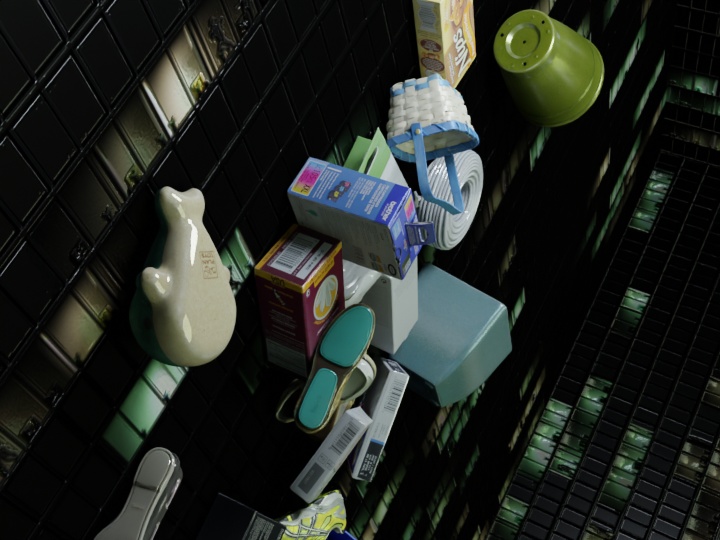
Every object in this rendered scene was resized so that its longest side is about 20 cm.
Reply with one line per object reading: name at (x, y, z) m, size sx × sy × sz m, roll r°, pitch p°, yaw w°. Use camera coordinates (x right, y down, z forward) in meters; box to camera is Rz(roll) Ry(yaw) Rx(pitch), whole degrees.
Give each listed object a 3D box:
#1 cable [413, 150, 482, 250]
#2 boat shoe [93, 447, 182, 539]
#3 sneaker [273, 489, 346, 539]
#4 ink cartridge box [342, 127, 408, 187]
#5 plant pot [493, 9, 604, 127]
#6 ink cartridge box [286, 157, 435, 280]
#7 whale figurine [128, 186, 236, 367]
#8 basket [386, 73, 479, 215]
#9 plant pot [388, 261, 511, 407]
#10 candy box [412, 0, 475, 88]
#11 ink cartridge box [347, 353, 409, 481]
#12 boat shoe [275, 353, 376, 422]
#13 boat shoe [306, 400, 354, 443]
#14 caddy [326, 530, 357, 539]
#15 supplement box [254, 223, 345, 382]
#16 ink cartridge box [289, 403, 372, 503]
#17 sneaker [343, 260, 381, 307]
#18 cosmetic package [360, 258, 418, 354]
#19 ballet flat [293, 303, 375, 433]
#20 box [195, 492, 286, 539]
cable at (0.173, -0.141, 1.875) m, size 0.201 × 0.068 × 0.202 m, roll -55°, pitch 153°, yaw -32°
boat shoe at (-0.280, 0.322, 1.233) m, size 0.202 × 0.066 × 0.057 m, roll -63°, pitch 152°, yaw -25°
sneaker at (-0.101, 0.438, 1.647) m, size 0.198 × 0.077 × 0.075 m, roll -20°, pitch 174°, yaw -33°
ink cartridge box at (0.010, -0.135, 1.525) m, size 0.105 × 0.059 × 0.200 m, roll -64°, pitch 156°, yaw -14°
plant pot at (0.357, -0.416, 1.947) m, size 0.192 × 0.198 × 0.203 m, roll 26°, pitch 85°, yaw -55°
ink cartridge box at (0.008, -0.068, 1.395) m, size 0.077 × 0.198 × 0.137 m, roll -58°, pitch 155°, yaw -24°
whale figurine at (-0.213, 0.009, 1.124) m, size 0.159 × 0.102 × 0.204 m, roll -9°, pitch 92°, yaw -63°
basket at (0.119, -0.198, 1.583) m, size 0.176 × 0.137 × 0.203 m, roll 20°, pitch 56°, yaw -67°
plant pot at (0.162, 0.147, 1.945) m, size 0.201 × 0.195 × 0.197 m, roll -52°, pitch 152°, yaw -19°
candy box at (0.140, -0.397, 1.610) m, size 0.116 × 0.055 × 0.201 m, roll -57°, pitch 154°, yaw -29°
ink cartridge box at (0.025, 0.262, 1.787) m, size 0.200 × 0.043 × 0.201 m, roll -146°, pitch -104°, yaw -82°
boat shoe at (-0.055, 0.187, 1.502) m, size 0.199 × 0.075 × 0.068 m, roll -33°, pitch -171°, yaw 41°
boat shoe at (-0.038, 0.195, 1.678) m, size 0.202 × 0.073 × 0.066 m, roll -65°, pitch 163°, yaw 16°
caddy at (-0.066, 0.518, 1.717) m, size 0.142 × 0.199 × 0.105 m, roll -53°, pitch -175°, yaw -31°
supplement box at (-0.084, 0.051, 1.431) m, size 0.111 × 0.085 × 0.202 m, roll -50°, pitch 150°, yaw -39°
ink cartridge box at (-0.037, 0.311, 1.691) m, size 0.163 × 0.057 × 0.200 m, roll -54°, pitch 166°, yaw 2°
sneaker at (0.000, 0.000, 1.613) m, size 0.200 × 0.076 × 0.081 m, roll -43°, pitch 154°, yaw -35°
cosmetic package at (0.051, 0.041, 1.746) m, size 0.102 × 0.073 × 0.202 m, roll -51°, pitch 152°, yaw -37°
ballet flat at (-0.040, 0.141, 1.424) m, size 0.202 × 0.070 × 0.071 m, roll -64°, pitch 156°, yaw -12°
box at (-0.206, 0.457, 1.494) m, size 0.202 × 0.078 × 0.141 m, roll -64°, pitch 153°, yaw -15°
